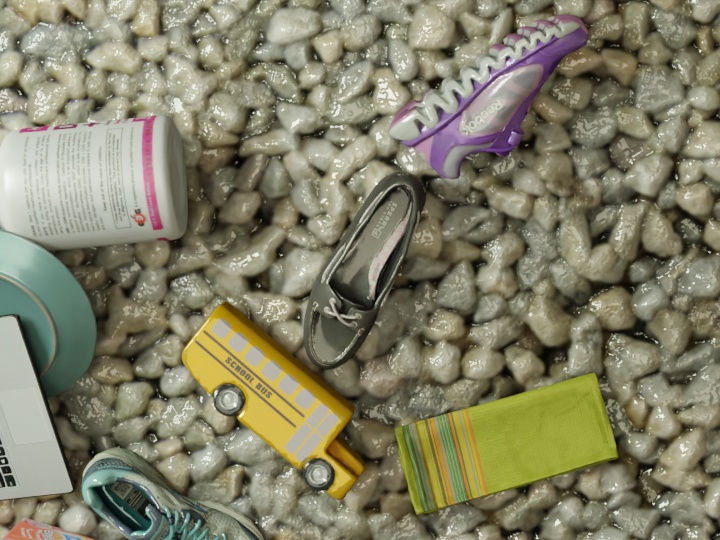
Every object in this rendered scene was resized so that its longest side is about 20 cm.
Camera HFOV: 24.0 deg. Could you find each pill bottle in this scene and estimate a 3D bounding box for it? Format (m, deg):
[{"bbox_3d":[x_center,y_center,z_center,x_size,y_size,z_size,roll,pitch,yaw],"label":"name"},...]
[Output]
[{"bbox_3d":[-0.263,-0.076,1.538,0.198,0.113,0.114,-5,94,3],"label":"pill bottle"}]

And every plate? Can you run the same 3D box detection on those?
[{"bbox_3d":[-0.340,0.049,1.547,0.199,0.026,0.201,4,124,6],"label":"plate"}]

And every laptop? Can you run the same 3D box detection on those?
[{"bbox_3d":[-0.390,0.158,1.530,0.199,0.116,0.188,-8,114,14],"label":"laptop"}]

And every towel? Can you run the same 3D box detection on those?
[{"bbox_3d":[0.136,0.163,1.585,0.199,0.018,0.087,-16,94,3],"label":"towel"}]

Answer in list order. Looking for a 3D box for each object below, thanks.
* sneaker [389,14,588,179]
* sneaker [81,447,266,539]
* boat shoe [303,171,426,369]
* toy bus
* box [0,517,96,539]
[{"bbox_3d":[0.127,-0.154,1.537,0.200,0.081,0.089,-34,99,9],"label":"sneaker"},{"bbox_3d":[-0.176,0.242,1.570,0.199,0.086,0.078,29,96,1],"label":"sneaker"},{"bbox_3d":[0.000,0.000,1.559,0.067,0.057,0.201,27,95,0],"label":"boat shoe"},{"bbox_3d":[-0.074,0.122,1.568,0.200,0.065,0.078,39,93,0],"label":"toy bus"},{"bbox_3d":[-0.304,0.347,1.579,0.102,0.095,0.201,17,95,0],"label":"box"}]
